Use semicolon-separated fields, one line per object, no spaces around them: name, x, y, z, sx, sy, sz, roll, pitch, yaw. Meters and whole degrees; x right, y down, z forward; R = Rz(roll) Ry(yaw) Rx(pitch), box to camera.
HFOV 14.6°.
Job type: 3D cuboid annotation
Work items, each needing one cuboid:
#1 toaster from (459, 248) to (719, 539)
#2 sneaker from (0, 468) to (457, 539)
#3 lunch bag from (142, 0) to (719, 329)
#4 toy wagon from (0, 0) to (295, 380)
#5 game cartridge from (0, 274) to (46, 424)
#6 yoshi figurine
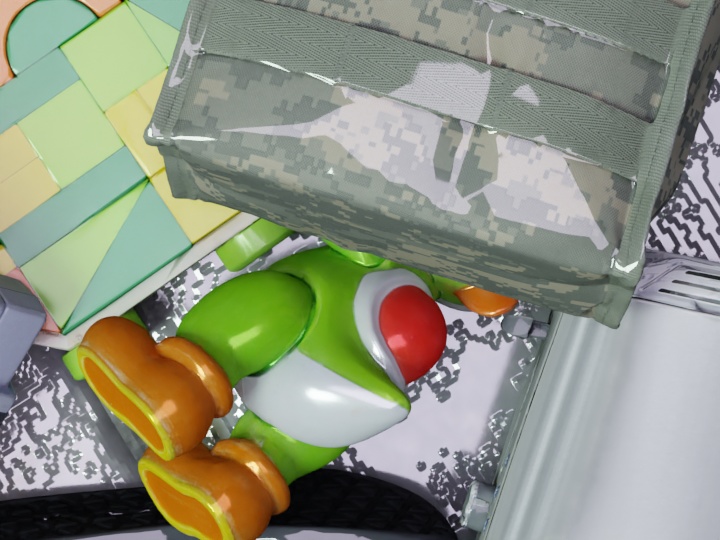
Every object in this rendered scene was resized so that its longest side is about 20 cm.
toaster;0.140;0.068;0.989;0.199;0.114;0.130;12;89;1
sneaker;-0.061;0.123;1.020;0.199;0.072;0.083;-4;104;6
lunch bag;0.040;-0.103;0.904;0.163;0.118;0.201;17;80;5
toy wagon;-0.086;-0.064;1.020;0.199;0.040;0.156;-35;92;1
game cartridge;-0.203;0.079;0.971;0.129;0.038;0.201;18;110;-41
yoshi figurine;-0.007;-0.003;0.988;0.200;0.112;0.112;-39;88;-18
